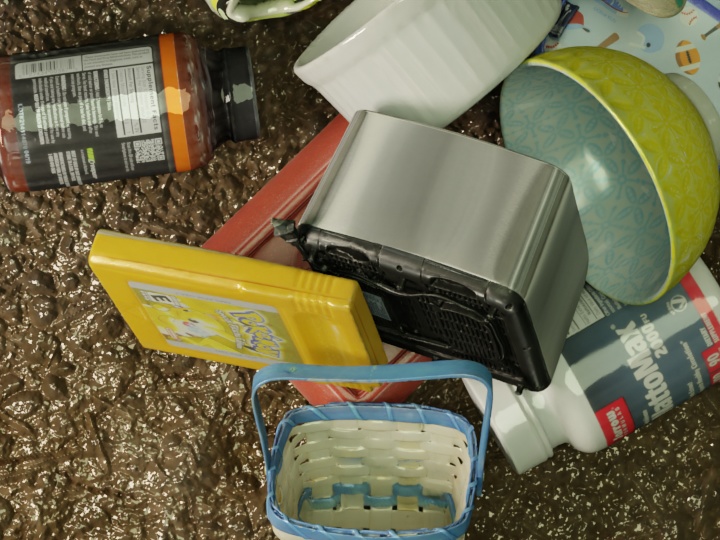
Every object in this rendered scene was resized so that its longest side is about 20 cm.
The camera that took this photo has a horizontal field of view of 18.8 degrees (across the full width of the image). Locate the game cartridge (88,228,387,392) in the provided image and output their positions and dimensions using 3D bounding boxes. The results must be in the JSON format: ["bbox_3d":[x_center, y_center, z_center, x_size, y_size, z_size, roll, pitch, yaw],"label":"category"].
[{"bbox_3d":[-0.085,0.034,1.606,0.198,0.177,0.033,12,69,15],"label":"game cartridge"}]

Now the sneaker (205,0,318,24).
[{"bbox_3d":[-0.025,-0.235,1.663,0.199,0.077,0.076,-24,126,4],"label":"sneaker"}]

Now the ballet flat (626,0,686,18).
[{"bbox_3d":[0.170,-0.245,1.629,0.067,0.062,0.200,-44,50,2],"label":"ballet flat"}]

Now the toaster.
[{"bbox_3d":[0.058,-0.014,1.570,0.180,0.200,0.119,16,71,20],"label":"toaster"}]

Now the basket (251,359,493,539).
[{"bbox_3d":[0.013,0.146,1.626,0.175,0.140,0.201,-1,127,5],"label":"basket"}]

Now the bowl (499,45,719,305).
[{"bbox_3d":[0.203,-0.086,1.597,0.107,0.200,0.201,-29,93,-21],"label":"bowl"}]

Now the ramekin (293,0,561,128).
[{"bbox_3d":[0.055,-0.178,1.625,0.200,0.200,0.098,-41,102,-1],"label":"ramekin"}]

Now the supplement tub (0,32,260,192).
[{"bbox_3d":[-0.178,-0.122,1.654,0.198,0.107,0.108,-7,92,-4],"label":"supplement tub"}]

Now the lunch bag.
[{"bbox_3d":[0.233,-0.179,1.694,0.199,0.076,0.161,34,87,-5],"label":"lunch bag"}]

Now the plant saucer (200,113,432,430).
[{"bbox_3d":[0.000,0.000,1.703,0.200,0.037,0.200,-43,94,-2],"label":"plant saucer"}]

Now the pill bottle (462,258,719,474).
[{"bbox_3d":[0.185,0.069,1.675,0.199,0.120,0.120,-30,93,-2],"label":"pill bottle"}]
